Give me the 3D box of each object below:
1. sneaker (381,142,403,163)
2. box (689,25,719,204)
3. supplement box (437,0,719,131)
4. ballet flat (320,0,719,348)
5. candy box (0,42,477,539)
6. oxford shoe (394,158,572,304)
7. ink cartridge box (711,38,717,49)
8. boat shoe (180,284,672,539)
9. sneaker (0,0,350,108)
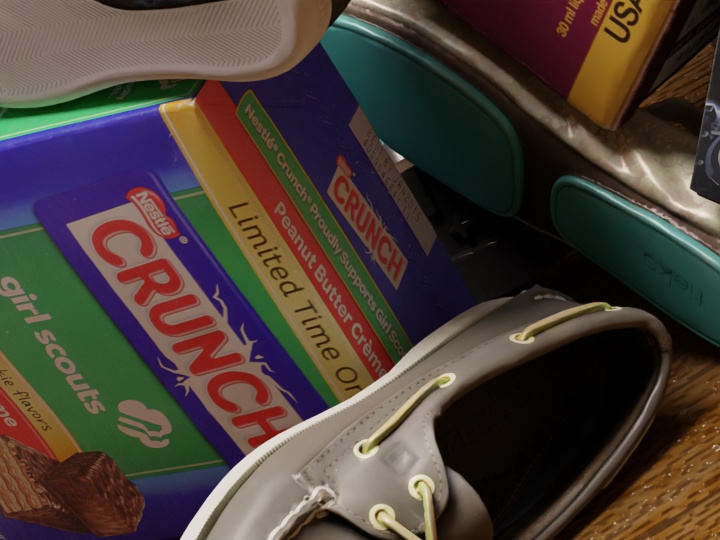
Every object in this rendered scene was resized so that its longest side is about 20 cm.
[{"bbox_3d":[0.049,-0.087,1.173,0.079,0.075,0.200,12,52,44],"label":"sneaker"},{"bbox_3d":[0.181,-0.118,0.902,0.043,0.161,0.200,23,34,27],"label":"box"},{"bbox_3d":[0.052,-0.162,0.925,0.131,0.200,0.103,-40,-18,-37],"label":"supplement box"},{"bbox_3d":[0.072,-0.042,0.942,0.200,0.068,0.062,35,59,19],"label":"ballet flat"},{"bbox_3d":[-0.078,0.007,0.957,0.200,0.169,0.077,-12,33,33],"label":"candy box"},{"bbox_3d":[0.000,0.000,1.042,0.200,0.073,0.084,-18,5,19],"label":"oxford shoe"},{"bbox_3d":[0.201,-0.173,1.056,0.200,0.147,0.083,-27,3,-3],"label":"ink cartridge box"},{"bbox_3d":[0.017,0.068,0.846,0.060,0.072,0.202,-9,24,48],"label":"boat shoe"},{"bbox_3d":[-0.065,-0.107,0.887,0.200,0.073,0.112,7,39,37],"label":"sneaker"}]
